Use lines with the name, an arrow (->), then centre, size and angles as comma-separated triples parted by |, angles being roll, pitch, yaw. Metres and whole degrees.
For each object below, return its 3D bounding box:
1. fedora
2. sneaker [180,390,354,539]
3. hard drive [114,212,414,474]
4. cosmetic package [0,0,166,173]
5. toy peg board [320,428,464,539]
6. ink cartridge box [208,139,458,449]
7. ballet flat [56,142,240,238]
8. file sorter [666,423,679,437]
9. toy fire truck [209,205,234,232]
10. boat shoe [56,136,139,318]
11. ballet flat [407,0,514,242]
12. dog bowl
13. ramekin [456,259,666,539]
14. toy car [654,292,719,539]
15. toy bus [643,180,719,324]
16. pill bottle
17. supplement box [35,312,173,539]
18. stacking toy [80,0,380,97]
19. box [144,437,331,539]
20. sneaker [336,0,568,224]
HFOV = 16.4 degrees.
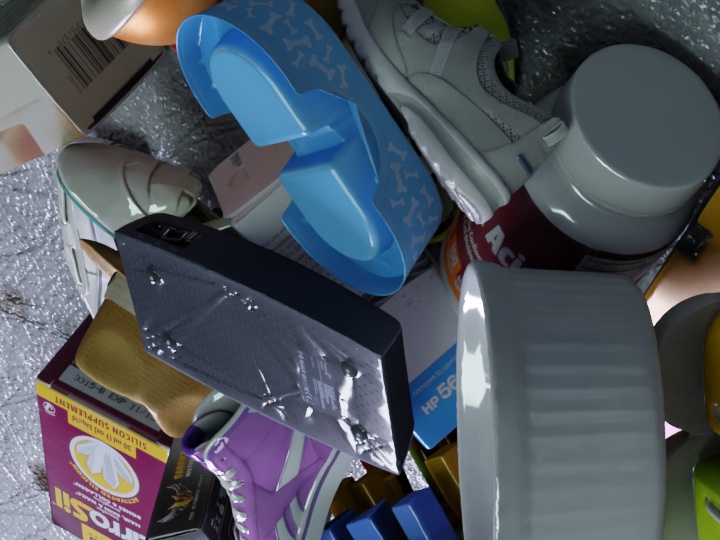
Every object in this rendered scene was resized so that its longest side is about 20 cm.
fedora -> -0.138, 0.059, 1.723 | 0.200, 0.082, 0.201 | 35, 174, 4
sneaker -> -0.078, 0.142, 1.674 | 0.114, 0.073, 0.201 | 8, 118, -25
hard drive -> -0.055, 0.040, 1.543 | 0.199, 0.042, 0.135 | 24, 147, 25
cosmetic package -> -0.238, -0.130, 1.725 | 0.087, 0.103, 0.199 | 51, 145, -17
toy peg board -> 0.044, 0.148, 1.719 | 0.200, 0.199, 0.098 | -24, 97, 53
ink cartridge box -> 0.000, 0.000, 1.614 | 0.200, 0.084, 0.146 | 50, -178, -17
ballet flat -> -0.112, -0.030, 1.678 | 0.200, 0.070, 0.069 | 41, 147, -19
file sorter -> 0.236, 0.149, 1.589 | 0.199, 0.126, 0.139 | -6, 127, 46
toy fire truck -> -0.049, 0.024, 1.775 | 0.141, 0.049, 0.200 | 32, 145, 9
boat shoe -> -0.189, -0.016, 1.841 | 0.065, 0.072, 0.201 | 24, 143, 27
ballet flat -> 0.054, -0.091, 1.529 | 0.067, 0.067, 0.201 | 26, 144, 20
dog bowl -> -0.025, -0.079, 1.448 | 0.201, 0.050, 0.111 | 56, 153, -15
ramekin -> 0.111, 0.093, 1.406 | 0.097, 0.201, 0.201 | -2, 141, -4
toy car -> 0.250, 0.105, 1.392 | 0.175, 0.149, 0.201 | -139, 44, -57
toy bus -> 0.216, -0.004, 1.471 | 0.065, 0.078, 0.200 | 33, 146, 5
pill bottle -> 0.130, -0.040, 1.476 | 0.114, 0.114, 0.200 | 36, 146, 2
supplement box -> -0.174, 0.137, 1.974 | 0.130, 0.103, 0.201 | 25, 144, 18
stacking toy -> -0.057, -0.169, 1.524 | 0.199, 0.147, 0.146 | 27, 150, -19
box -> -0.082, 0.171, 1.833 | 0.048, 0.201, 0.159 | -13, 129, 23
sneaker -> 0.053, -0.112, 1.436 | 0.200, 0.082, 0.075 | 57, -179, 36
